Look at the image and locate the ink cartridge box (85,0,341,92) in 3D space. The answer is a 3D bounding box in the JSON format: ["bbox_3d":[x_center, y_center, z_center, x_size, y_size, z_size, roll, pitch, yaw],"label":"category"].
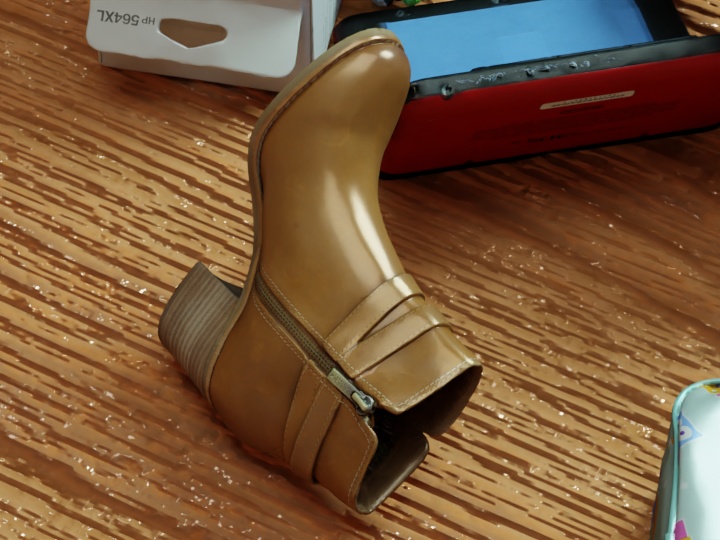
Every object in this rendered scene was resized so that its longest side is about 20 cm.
[{"bbox_3d":[-0.072,-0.200,1.228,0.128,0.126,0.201,8,48,7],"label":"ink cartridge box"}]

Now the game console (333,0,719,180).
[{"bbox_3d":[0.096,-0.125,1.172,0.198,0.172,0.120,-10,76,-8],"label":"game console"}]

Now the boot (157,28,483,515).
[{"bbox_3d":[0.000,0.000,1.028,0.155,0.077,0.201,38,95,37],"label":"boot"}]

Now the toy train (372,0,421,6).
[{"bbox_3d":[0.063,-0.239,1.267,0.042,0.056,0.200,30,78,35],"label":"toy train"}]

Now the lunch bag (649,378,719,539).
[{"bbox_3d":[0.206,0.145,0.952,0.159,0.077,0.201,6,48,3],"label":"lunch bag"}]
